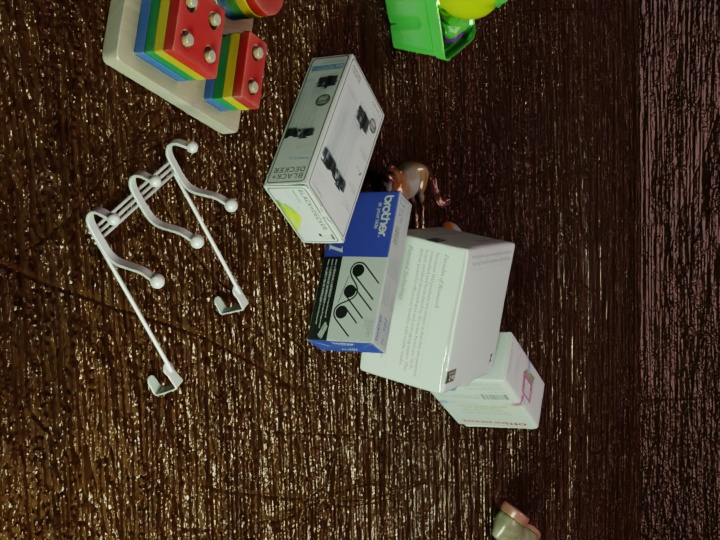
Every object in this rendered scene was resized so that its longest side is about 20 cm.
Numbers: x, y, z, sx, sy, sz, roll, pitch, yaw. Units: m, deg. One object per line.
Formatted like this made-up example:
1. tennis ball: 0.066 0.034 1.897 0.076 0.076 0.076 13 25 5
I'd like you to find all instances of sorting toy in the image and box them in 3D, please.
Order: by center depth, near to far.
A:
1. sorting toy: -0.149 -0.264 0.995 0.200 0.069 0.202 26 68 -60

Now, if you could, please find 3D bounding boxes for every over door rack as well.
1. over door rack: -0.169 -0.004 0.968 0.148 0.066 0.202 -53 136 -48

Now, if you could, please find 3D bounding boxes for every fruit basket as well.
1. fruit basket: 0.132 -0.404 1.401 0.156 0.213 0.218 -47 132 -52

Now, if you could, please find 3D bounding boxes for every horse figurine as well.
1. horse figurine: 0.067 -0.106 1.448 0.200 0.049 0.134 -35 127 -55

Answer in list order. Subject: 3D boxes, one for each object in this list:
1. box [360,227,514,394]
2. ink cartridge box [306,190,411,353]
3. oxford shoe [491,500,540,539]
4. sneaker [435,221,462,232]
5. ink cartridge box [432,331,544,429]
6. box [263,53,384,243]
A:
1. box: 0.111 0.049 1.415 0.198 0.129 0.203 -7 109 -63
2. ink cartridge box: 0.000 0.000 1.270 0.044 0.093 0.203 42 54 -56
3. oxford shoe: 0.284 0.491 1.898 0.075 0.070 0.200 -53 145 -9
4. sneaker: 0.148 -0.008 1.599 0.093 0.075 0.202 -72 156 -44
5. ink cartridge box: 0.196 0.176 1.604 0.200 0.143 0.086 52 45 -51
6. box: -0.040 -0.147 1.223 0.117 0.059 0.202 55 44 -49
